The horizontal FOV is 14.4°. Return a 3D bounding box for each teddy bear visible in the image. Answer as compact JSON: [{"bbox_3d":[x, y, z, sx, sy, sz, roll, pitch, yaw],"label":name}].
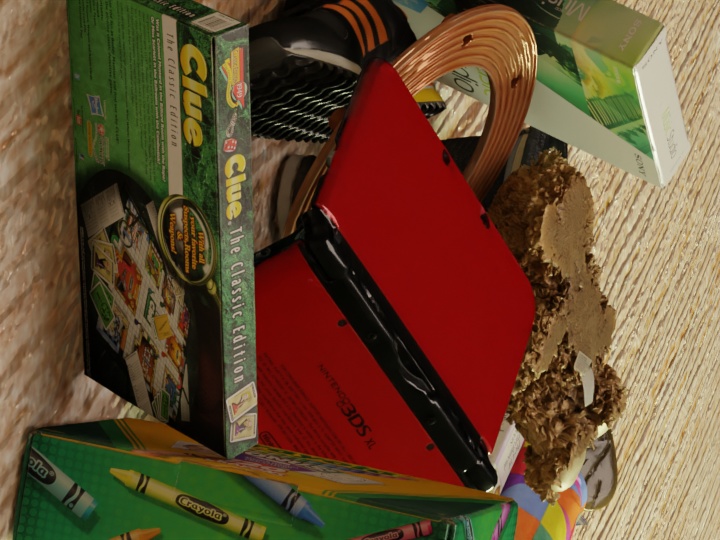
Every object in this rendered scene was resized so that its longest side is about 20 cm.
[{"bbox_3d":[0.101,0.033,1.601,0.145,0.067,0.200,-61,144,-34],"label":"teddy bear"}]

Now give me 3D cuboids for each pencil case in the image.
[{"bbox_3d":[0.100,0.201,2.004,0.200,0.088,0.089,-54,149,-56],"label":"pencil case"}]

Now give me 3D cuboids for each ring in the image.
[{"bbox_3d":[0.022,-0.055,1.491,0.200,0.019,0.201,-41,154,-24],"label":"ring"}]

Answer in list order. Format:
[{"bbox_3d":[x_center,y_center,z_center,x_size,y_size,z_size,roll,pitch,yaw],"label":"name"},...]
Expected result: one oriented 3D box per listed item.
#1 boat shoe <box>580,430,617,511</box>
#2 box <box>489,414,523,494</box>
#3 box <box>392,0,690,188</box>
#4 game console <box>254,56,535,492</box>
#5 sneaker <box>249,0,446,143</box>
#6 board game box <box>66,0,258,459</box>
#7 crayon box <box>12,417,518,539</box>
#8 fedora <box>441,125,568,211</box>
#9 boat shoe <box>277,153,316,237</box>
[{"bbox_3d":[0.142,0.082,2.119,0.073,0.065,0.201,4,77,-40],"label":"boat shoe"},{"bbox_3d":[0.071,0.151,1.955,0.200,0.039,0.042,-60,155,-51],"label":"box"},{"bbox_3d":[0.085,-0.129,1.578,0.036,0.200,0.144,-57,156,-15],"label":"box"},{"bbox_3d":[-0.011,0.027,1.416,0.200,0.172,0.119,55,11,-39],"label":"game console"},{"bbox_3d":[-0.025,-0.120,1.479,0.200,0.070,0.090,9,60,-65],"label":"sneaker"},{"bbox_3d":[-0.086,-0.026,1.231,0.023,0.105,0.201,-21,125,-35],"label":"board game box"},{"bbox_3d":[-0.041,0.114,1.276,0.119,0.199,0.059,2,98,-73],"label":"crayon box"},{"bbox_3d":[0.073,-0.025,1.771,0.201,0.091,0.202,6,90,-80],"label":"fedora"},{"bbox_3d":[0.000,0.000,1.606,0.200,0.057,0.067,67,35,-60],"label":"boat shoe"}]
